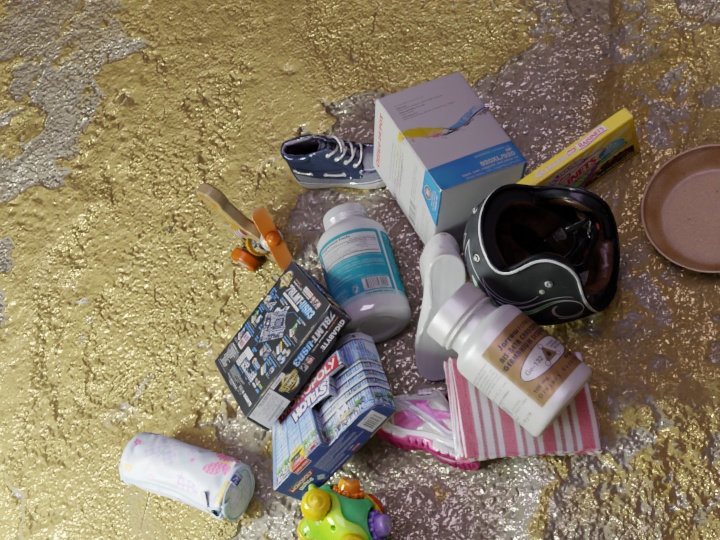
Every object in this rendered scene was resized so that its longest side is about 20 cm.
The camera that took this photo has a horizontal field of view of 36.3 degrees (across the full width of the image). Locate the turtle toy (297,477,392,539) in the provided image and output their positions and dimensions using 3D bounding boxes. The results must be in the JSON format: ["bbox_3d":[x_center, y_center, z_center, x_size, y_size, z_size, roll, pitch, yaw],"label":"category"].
[{"bbox_3d":[-0.001,0.356,1.451,0.101,0.146,0.200,-33,68,-23],"label":"turtle toy"}]

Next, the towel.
[{"bbox_3d":[0.217,0.182,1.474,0.199,0.030,0.147,-2,63,-8],"label":"towel"}]

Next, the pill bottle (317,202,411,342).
[{"bbox_3d":[0.000,0.000,1.627,0.110,0.111,0.201,-21,59,10],"label":"pill bottle"}]

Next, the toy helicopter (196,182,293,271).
[{"bbox_3d":[-0.174,-0.066,1.671,0.132,0.200,0.079,22,74,46],"label":"toy helicopter"}]

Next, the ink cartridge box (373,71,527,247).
[{"bbox_3d":[0.125,-0.160,1.614,0.144,0.147,0.200,-21,58,-17],"label":"ink cartridge box"}]

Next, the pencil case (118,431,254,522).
[{"bbox_3d":[-0.251,0.299,1.591,0.199,0.083,0.091,15,49,27],"label":"pencil case"}]

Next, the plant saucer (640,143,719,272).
[{"bbox_3d":[0.493,-0.081,1.525,0.199,0.035,0.201,-8,63,16],"label":"plant saucer"}]

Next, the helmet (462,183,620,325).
[{"bbox_3d":[0.238,-0.021,1.496,0.190,0.200,0.201,3,66,34],"label":"helmet"}]

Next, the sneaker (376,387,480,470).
[{"bbox_3d":[0.084,0.204,1.521,0.199,0.081,0.088,18,71,18],"label":"sneaker"}]

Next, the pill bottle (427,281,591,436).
[{"bbox_3d":[0.190,0.110,1.426,0.200,0.114,0.114,40,83,14],"label":"pill bottle"}]

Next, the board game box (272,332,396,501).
[{"bbox_3d":[-0.056,0.180,1.534,0.200,0.062,0.200,-48,35,20],"label":"board game box"}]

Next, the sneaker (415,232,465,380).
[{"bbox_3d":[0.116,0.048,1.565,0.073,0.201,0.116,6,24,-2],"label":"sneaker"}]

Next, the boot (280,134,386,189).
[{"bbox_3d":[-0.024,-0.176,1.732,0.199,0.090,0.073,-7,63,18],"label":"boot"}]

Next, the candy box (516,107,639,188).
[{"bbox_3d":[0.311,-0.146,1.585,0.200,0.102,0.026,-35,58,2],"label":"candy box"}]

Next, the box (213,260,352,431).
[{"bbox_3d":[-0.116,0.103,1.584,0.199,0.050,0.200,-52,28,2],"label":"box"}]
